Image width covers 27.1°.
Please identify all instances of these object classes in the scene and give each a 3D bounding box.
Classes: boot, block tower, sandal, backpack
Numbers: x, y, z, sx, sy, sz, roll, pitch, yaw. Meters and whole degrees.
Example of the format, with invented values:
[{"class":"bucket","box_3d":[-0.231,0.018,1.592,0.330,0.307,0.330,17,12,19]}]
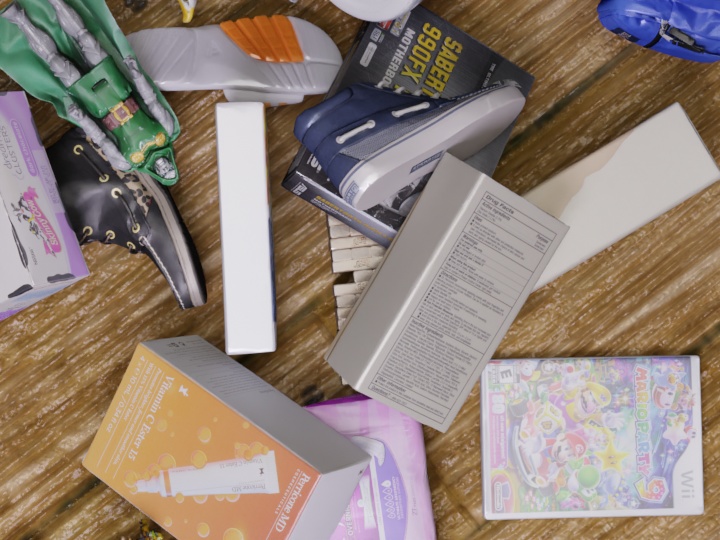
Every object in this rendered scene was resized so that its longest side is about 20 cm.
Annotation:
[{"class":"boot","box_3d":[-0.234,-0.032,1.311,0.150,0.073,0.201,-27,85,-4]},{"class":"block tower","box_3d":[0.000,0.000,1.327,0.054,0.058,0.201,-6,89,-2]},{"class":"boot","box_3d":[0.043,-0.129,1.236,0.200,0.073,0.090,-28,70,-34]},{"class":"sandal","box_3d":[-0.119,-0.180,1.327,0.205,0.059,0.080,-1,64,-12]},{"class":"backpack","box_3d":[0.265,-0.280,1.294,0.199,0.163,0.169,21,91,-2]}]

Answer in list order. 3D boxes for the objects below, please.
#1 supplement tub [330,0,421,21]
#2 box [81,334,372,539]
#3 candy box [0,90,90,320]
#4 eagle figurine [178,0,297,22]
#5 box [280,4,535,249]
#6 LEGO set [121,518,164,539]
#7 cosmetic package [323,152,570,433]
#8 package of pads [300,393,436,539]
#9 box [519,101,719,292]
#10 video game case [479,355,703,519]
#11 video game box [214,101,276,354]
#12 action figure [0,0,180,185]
[{"class":"supplement tub","box_3d":[0.048,-0.307,1.271,0.123,0.123,0.200,44,49,0]},{"class":"box","box_3d":[-0.113,0.159,1.250,0.200,0.097,0.125,32,104,21]},{"class":"candy box","box_3d":[-0.341,-0.035,1.255,0.199,0.071,0.169,-23,84,33]},{"class":"eagle figurine","box_3d":[-0.141,-0.291,1.294,0.199,0.152,0.151,-6,131,13]},{"class":"box","box_3d":[0.043,-0.121,1.296,0.158,0.048,0.201,30,69,-11]},{"class":"LEGO set","box_3d":[-0.148,0.276,1.249,0.115,0.200,0.154,-24,76,-10]},{"class":"cosmetic package","box_3d":[0.069,0.019,1.219,0.103,0.073,0.201,29,94,-30]},{"class":"package of pads","box_3d":[0.003,0.209,1.309,0.120,0.076,0.201,-8,88,-2]},{"class":"box","box_3d":[0.207,-0.061,1.318,0.199,0.095,0.078,-31,89,-4]},{"class":"video game case","box_3d":[0.208,0.150,1.347,0.199,0.018,0.144,-1,87,-2]},{"class":"video game box","box_3d":[-0.096,-0.029,1.262,0.047,0.182,0.201,-3,88,-6]},{"class":"action figure","box_3d":[-0.215,-0.151,1.246,0.118,0.055,0.200,-40,110,-3]}]
